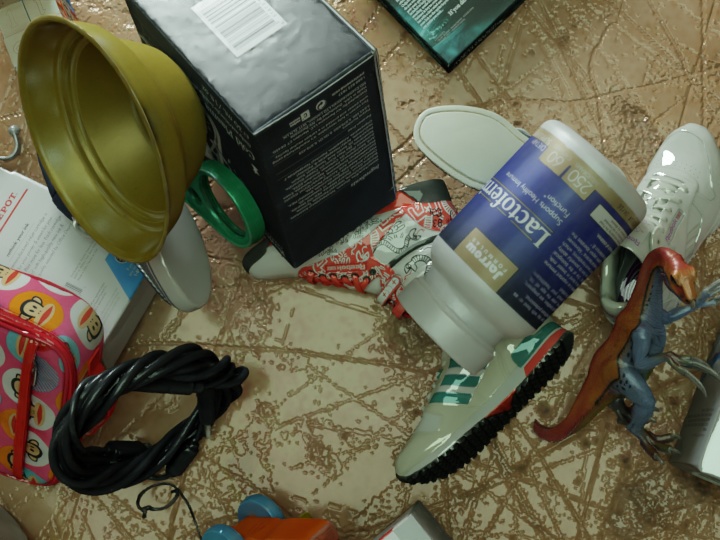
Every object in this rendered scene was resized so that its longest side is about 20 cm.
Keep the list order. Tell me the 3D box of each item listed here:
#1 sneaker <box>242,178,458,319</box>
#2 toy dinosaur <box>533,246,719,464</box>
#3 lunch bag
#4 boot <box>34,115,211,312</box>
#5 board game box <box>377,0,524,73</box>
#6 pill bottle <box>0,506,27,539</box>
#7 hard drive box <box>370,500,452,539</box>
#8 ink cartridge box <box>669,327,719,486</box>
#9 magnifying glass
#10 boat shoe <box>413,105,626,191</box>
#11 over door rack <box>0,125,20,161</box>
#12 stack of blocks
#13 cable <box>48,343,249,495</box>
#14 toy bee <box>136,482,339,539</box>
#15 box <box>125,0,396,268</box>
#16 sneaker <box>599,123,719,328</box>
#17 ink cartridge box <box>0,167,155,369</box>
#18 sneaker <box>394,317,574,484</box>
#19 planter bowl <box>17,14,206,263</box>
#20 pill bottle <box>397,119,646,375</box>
[{"bbox_3d":[0.000,0.000,1.107,0.200,0.067,0.109,-20,79,-1],"label":"sneaker"},{"bbox_3d":[0.228,0.068,1.016,0.199,0.105,0.182,-13,118,8],"label":"toy dinosaur"},{"bbox_3d":[-0.295,0.093,1.062,0.175,0.201,0.082,21,41,4],"label":"lunch bag"},{"bbox_3d":[-0.207,-0.046,1.073,0.090,0.073,0.201,-25,88,27],"label":"boot"},{"bbox_3d":[0.109,-0.303,1.157,0.200,0.028,0.135,-43,82,-1],"label":"board game box"},{"bbox_3d":[-0.393,0.290,1.076,0.112,0.112,0.200,36,86,8],"label":"pill bottle"},{"bbox_3d":[0.011,0.271,1.005,0.156,0.200,0.077,-40,82,-2],"label":"hard drive box"},{"bbox_3d":[0.368,0.102,1.028,0.145,0.145,0.201,22,85,6],"label":"ink cartridge box"},{"bbox_3d":[-0.147,-0.070,1.082,0.022,0.200,0.080,-36,123,-21],"label":"magnifying glass"},{"bbox_3d":[0.143,-0.094,1.112,0.199,0.062,0.075,15,82,3],"label":"boat shoe"},{"bbox_3d":[-0.422,-0.159,1.117,0.199,0.148,0.067,15,86,5],"label":"over door rack"},{"bbox_3d":[-0.310,-0.254,1.138,0.058,0.115,0.201,-23,82,1],"label":"stack of blocks"},{"bbox_3d":[-0.176,0.126,1.038,0.163,0.200,0.051,-40,64,8],"label":"cable"},{"bbox_3d":[-0.095,0.250,1.072,0.130,0.200,0.109,-23,113,-28],"label":"toy bee"},{"bbox_3d":[-0.079,-0.146,1.032,0.124,0.197,0.200,-36,61,-12],"label":"box"},{"bbox_3d":[0.264,-0.039,1.074,0.075,0.099,0.201,15,82,34],"label":"sneaker"},{"bbox_3d":[-0.289,-0.008,1.118,0.199,0.067,0.116,26,71,7],"label":"ink cartridge box"},{"bbox_3d":[0.093,0.101,1.097,0.200,0.070,0.093,-44,64,0],"label":"sneaker"},{"bbox_3d":[-0.179,-0.114,0.961,0.083,0.200,0.201,-31,80,-34],"label":"planter bowl"},{"bbox_3d":[0.131,-0.017,1.023,0.116,0.116,0.200,44,95,8],"label":"pill bottle"}]
